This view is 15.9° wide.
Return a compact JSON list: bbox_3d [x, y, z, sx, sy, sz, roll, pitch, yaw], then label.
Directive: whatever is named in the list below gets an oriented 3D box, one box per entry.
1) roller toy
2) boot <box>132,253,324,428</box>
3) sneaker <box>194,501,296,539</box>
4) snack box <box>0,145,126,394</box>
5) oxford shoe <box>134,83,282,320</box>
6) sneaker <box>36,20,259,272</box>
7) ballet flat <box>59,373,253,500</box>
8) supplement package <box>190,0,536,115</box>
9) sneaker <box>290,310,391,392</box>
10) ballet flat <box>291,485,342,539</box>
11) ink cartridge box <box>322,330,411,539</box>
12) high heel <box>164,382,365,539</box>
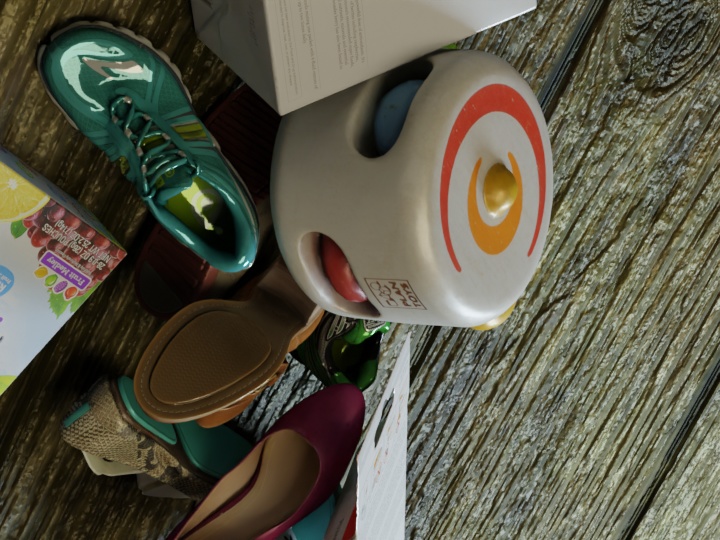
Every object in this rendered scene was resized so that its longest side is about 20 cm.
[{"bbox_3d":[0.041,-0.054,1.708,0.182,0.139,0.201,-11,104,-55],"label":"roller toy"},{"bbox_3d":[-0.095,0.070,1.779,0.200,0.074,0.155,-37,170,-35],"label":"boot"},{"bbox_3d":[-0.122,0.242,1.953,0.200,0.115,0.075,-21,143,26],"label":"sneaker"},{"bbox_3d":[-0.276,-0.007,1.650,0.169,0.068,0.200,-47,136,3],"label":"snack box"},{"bbox_3d":[-0.083,-0.056,1.772,0.200,0.070,0.075,-55,159,13],"label":"oxford shoe"},{"bbox_3d":[-0.129,-0.080,1.666,0.077,0.080,0.200,-39,110,6],"label":"sneaker"},{"bbox_3d":[-0.149,0.128,1.851,0.075,0.068,0.200,-32,148,17],"label":"ballet flat"},{"bbox_3d":[-0.001,-0.209,1.663,0.200,0.120,0.121,-24,131,-21],"label":"supplement package"},{"bbox_3d":[0.000,0.000,1.848,0.078,0.085,0.200,-15,128,-28],"label":"sneaker"},{"bbox_3d":[-0.040,0.222,2.013,0.070,0.067,0.200,-30,141,-50],"label":"ballet flat"},{"bbox_3d":[-0.003,0.165,1.859,0.050,0.161,0.200,7,124,12],"label":"ink cartridge box"},{"bbox_3d":[-0.071,0.159,1.820,0.200,0.067,0.096,-53,168,3],"label":"high heel"}]
